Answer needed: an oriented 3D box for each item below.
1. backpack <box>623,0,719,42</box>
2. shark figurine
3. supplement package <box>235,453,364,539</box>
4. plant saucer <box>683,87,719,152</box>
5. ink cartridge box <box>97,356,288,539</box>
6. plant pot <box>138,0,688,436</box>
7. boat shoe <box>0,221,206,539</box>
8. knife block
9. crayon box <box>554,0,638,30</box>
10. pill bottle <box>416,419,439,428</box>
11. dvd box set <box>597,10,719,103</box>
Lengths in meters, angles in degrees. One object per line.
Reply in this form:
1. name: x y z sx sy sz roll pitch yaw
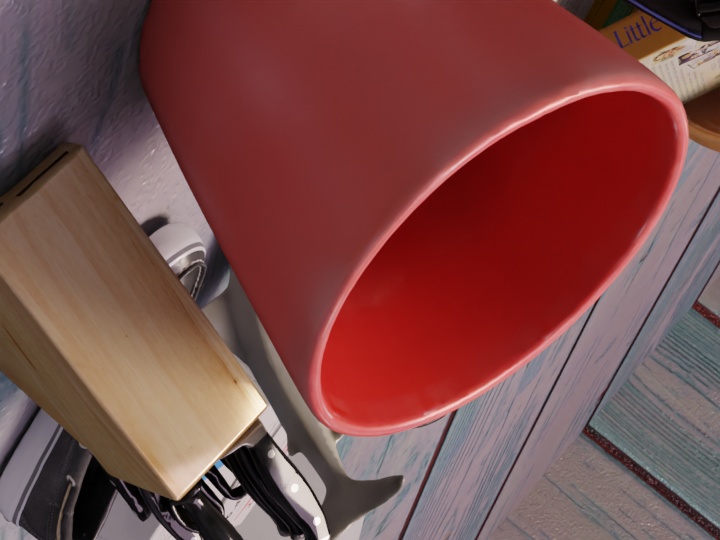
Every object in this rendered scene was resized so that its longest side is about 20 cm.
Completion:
1. backpack: 0.156 -0.233 0.833 0.201 0.182 0.134 -62 171 12
2. shark figurine: -0.055 0.054 0.969 0.089 0.216 0.128 -14 180 -22
3. supplement package: -0.077 0.213 1.284 0.109 0.114 0.200 -43 163 -25
4. plant saucer: 0.280 -0.148 1.088 0.200 0.200 0.038 -49 138 -10
5. ink cartridge box: -0.093 0.106 1.076 0.116 0.067 0.200 -56 165 13
6. plant pot: 0.010 -0.061 0.721 0.200 0.178 0.201 -30 152 -18
7. boat shoe: -0.124 0.070 0.896 0.201 0.066 0.070 -57 165 18
8. knife block: -0.087 0.057 0.765 0.064 0.175 0.200 -46 164 -23
9. crayon box: 0.109 -0.140 1.055 0.126 0.051 0.200 -60 161 15
10. pill bottle: 0.026 0.050 1.210 0.117 0.116 0.200 -50 166 -6
11. dvd box set: 0.204 -0.136 1.003 0.199 0.030 0.146 -26 167 11
